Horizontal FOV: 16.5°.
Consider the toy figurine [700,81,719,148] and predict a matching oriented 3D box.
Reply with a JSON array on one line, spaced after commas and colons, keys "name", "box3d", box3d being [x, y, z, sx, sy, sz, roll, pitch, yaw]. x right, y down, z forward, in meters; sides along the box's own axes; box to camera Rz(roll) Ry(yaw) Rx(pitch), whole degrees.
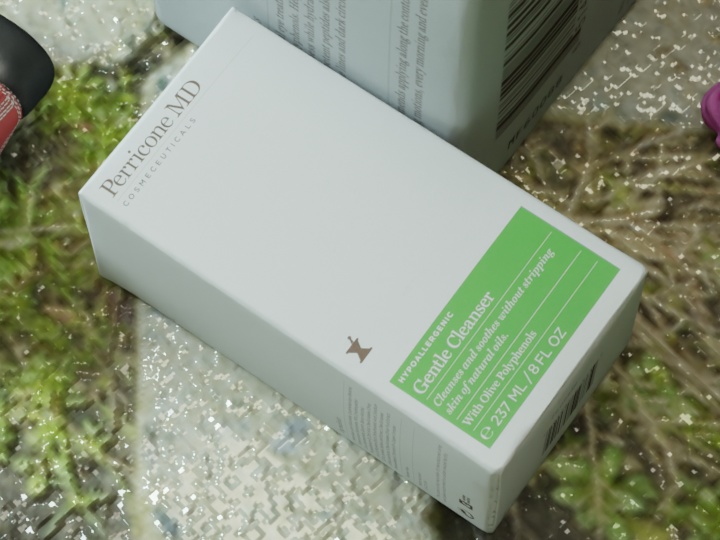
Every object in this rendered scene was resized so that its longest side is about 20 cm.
[{"name": "toy figurine", "box3d": [0.208, -0.057, 1.005, 0.200, 0.150, 0.184, -42, 56, 9]}]

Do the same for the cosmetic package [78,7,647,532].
[{"name": "cosmetic package", "box3d": [0.000, 0.000, 0.986, 0.200, 0.085, 0.108, 32, 72, 13]}]

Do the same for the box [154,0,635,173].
[{"name": "box", "box3d": [0.031, -0.175, 0.999, 0.171, 0.199, 0.200, 33, 69, 14]}]

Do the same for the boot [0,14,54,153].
[{"name": "boot", "box3d": [-0.235, -0.073, 1.038, 0.200, 0.072, 0.144, 14, 53, 14]}]
